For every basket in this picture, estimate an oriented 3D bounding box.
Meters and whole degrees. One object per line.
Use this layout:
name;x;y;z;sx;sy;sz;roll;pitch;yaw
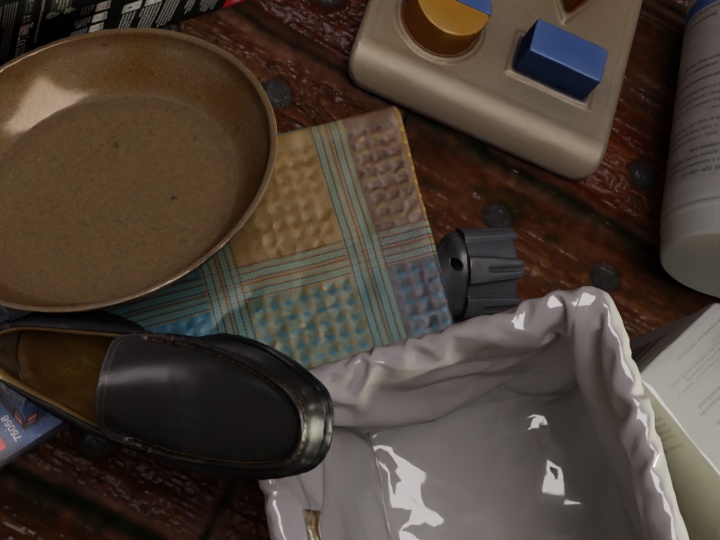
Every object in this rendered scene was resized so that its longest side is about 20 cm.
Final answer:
basket;0.070;0.135;0.749;0.199;0.161;0.199;-17;78;12

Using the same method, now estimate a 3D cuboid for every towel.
towel;-0.058;-0.002;0.788;0.199;0.022;0.147;-14;78;-1

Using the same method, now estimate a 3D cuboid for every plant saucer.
plant saucer;-0.141;-0.050;0.766;0.199;0.036;0.201;-4;53;5

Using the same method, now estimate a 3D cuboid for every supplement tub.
supplement tub;0.271;-0.092;0.933;0.131;0.132;0.201;17;71;-12

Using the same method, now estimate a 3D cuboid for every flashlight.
flashlight;0.000;0.000;0.857;0.199;0.068;0.068;-4;74;-17

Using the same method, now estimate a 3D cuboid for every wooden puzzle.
wooden puzzle;0.105;-0.184;0.955;0.185;0.046;0.201;23;69;-10

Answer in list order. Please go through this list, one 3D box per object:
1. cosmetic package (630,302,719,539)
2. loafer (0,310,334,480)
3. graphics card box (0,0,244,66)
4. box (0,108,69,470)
cosmetic package;0.231;0.130;0.867;0.081;0.113;0.200;-40;90;-23
loafer;-0.106;0.062;0.700;0.072;0.199;0.073;6;92;-58
graphics card box;-0.146;-0.176;0.830;0.199;0.125;0.051;-24;84;-22
box;-0.222;0.006;0.800;0.137;0.040;0.200;-33;86;-24
